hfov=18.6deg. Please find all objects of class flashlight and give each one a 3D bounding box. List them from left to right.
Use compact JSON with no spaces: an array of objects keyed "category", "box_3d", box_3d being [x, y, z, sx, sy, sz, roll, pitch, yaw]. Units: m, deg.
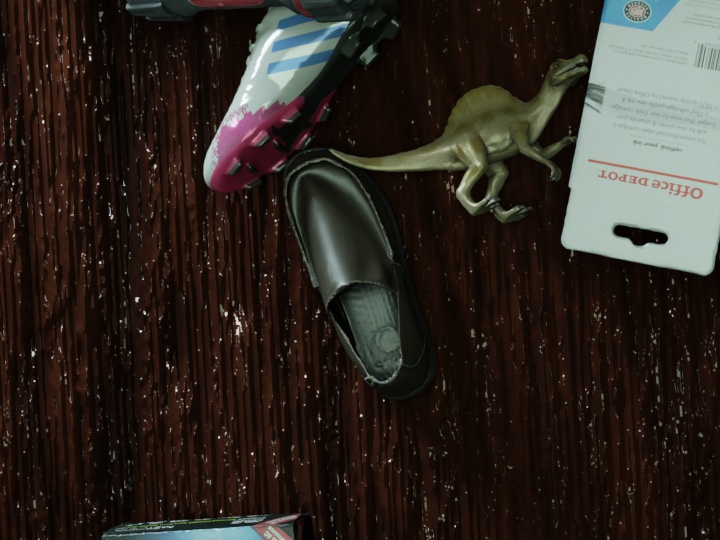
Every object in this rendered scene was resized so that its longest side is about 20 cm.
[{"category":"flashlight","box_3d":[-0.086,-0.210,1.595,0.200,0.068,0.068,2,131,33]}]

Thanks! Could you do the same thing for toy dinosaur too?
[{"category":"toy dinosaur","box_3d":[0.088,-0.086,1.618,0.200,0.058,0.101,-24,67,8]}]

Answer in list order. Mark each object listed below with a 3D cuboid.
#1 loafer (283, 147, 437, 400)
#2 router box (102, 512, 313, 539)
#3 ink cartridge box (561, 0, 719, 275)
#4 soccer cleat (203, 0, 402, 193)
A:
[{"category":"loafer","box_3d":[0.000,0.000,1.619,0.073,0.071,0.200,-27,85,10]},{"category":"router box","box_3d":[-0.106,0.284,1.646,0.150,0.062,0.200,-6,89,12]},{"category":"ink cartridge box","box_3d":[0.219,-0.104,1.578,0.116,0.068,0.200,12,92,12]},{"category":"soccer cleat","box_3d":[-0.056,-0.148,1.639,0.200,0.070,0.086,-47,66,6]}]
